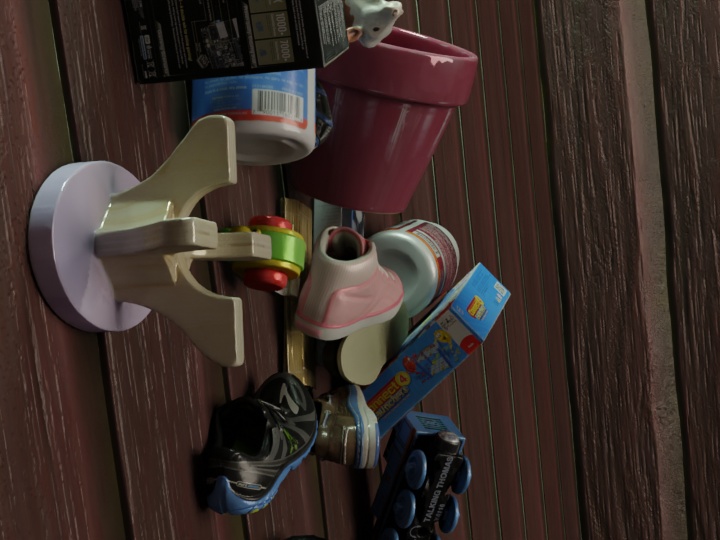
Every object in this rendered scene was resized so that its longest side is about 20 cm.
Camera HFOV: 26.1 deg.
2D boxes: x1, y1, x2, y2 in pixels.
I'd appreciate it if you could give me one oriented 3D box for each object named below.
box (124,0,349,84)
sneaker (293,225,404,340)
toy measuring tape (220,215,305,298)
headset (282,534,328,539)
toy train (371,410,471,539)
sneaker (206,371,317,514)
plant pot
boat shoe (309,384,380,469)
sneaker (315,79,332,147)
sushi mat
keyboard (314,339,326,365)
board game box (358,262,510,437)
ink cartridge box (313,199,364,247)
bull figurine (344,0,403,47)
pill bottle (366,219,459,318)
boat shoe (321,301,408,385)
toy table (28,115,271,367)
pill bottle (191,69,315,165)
[{"bbox_3d":[-0.108,-0.262,1.256,0.086,0.163,0.200,-53,137,-67],"label":"box"},{"bbox_3d":[0.000,0.000,1.641,0.200,0.075,0.105,-26,133,-62],"label":"sneaker"},{"bbox_3d":[-0.074,-0.006,1.491,0.200,0.073,0.074,40,48,-66],"label":"toy measuring tape"},{"bbox_3d":[-0.069,0.315,1.498,0.200,0.094,0.124,89,-2,-73],"label":"headset"},{"bbox_3d":[0.066,0.268,1.843,0.114,0.087,0.200,-127,-129,-61],"label":"toy train"},{"bbox_3d":[-0.088,0.144,1.415,0.200,0.071,0.083,-56,147,-61],"label":"sneaker"},{"bbox_3d":[0.007,-0.162,1.630,0.200,0.200,0.179,-35,140,-72],"label":"plant pot"},{"bbox_3d":[-0.033,0.156,1.598,0.200,0.072,0.072,-168,-97,-79],"label":"boat shoe"},{"bbox_3d":[-0.087,-0.198,1.531,0.077,0.076,0.200,-40,-127,51],"label":"sneaker"},{"bbox_3d":[-0.066,0.026,1.635,0.096,0.012,0.200,25,62,-71],"label":"sushi mat"},{"bbox_3d":[-0.020,0.086,1.784,0.200,0.011,0.056,26,70,-73],"label":"keyboard"},{"bbox_3d":[0.076,0.097,1.818,0.056,0.196,0.200,45,20,-1],"label":"board game box"},{"bbox_3d":[-0.024,-0.045,1.760,0.099,0.039,0.200,49,41,-67],"label":"ink cartridge box"},{"bbox_3d":[-0.030,-0.282,1.450,0.200,0.065,0.122,32,-52,53],"label":"bull figurine"},{"bbox_3d":[0.061,-0.006,1.930,0.200,0.109,0.110,-26,112,-74],"label":"pill bottle"},{"bbox_3d":[-0.004,0.078,1.709,0.201,0.063,0.074,-37,126,-67],"label":"boat shoe"},{"bbox_3d":[-0.147,-0.018,1.149,0.200,0.117,0.184,-35,121,-74],"label":"toy table"},{"bbox_3d":[-0.095,-0.203,1.392,0.112,0.112,0.200,40,49,-70],"label":"pill bottle"}]
